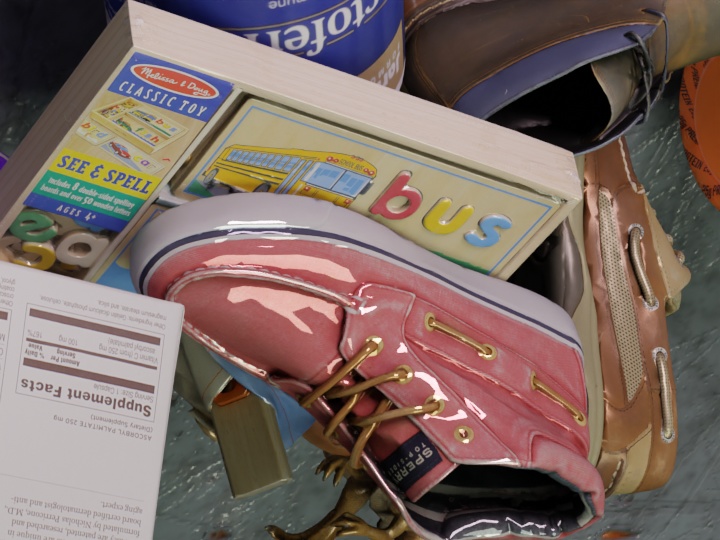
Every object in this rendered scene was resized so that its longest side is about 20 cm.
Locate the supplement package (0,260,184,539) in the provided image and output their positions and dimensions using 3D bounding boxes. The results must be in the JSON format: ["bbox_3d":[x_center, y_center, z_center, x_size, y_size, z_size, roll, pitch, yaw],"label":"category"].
[{"bbox_3d":[-0.193,0.051,1.035,0.200,0.156,0.111,15,76,-35],"label":"supplement package"}]

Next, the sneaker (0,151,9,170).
[{"bbox_3d":[-0.193,-0.058,1.071,0.200,0.070,0.100,10,120,-43],"label":"sneaker"}]

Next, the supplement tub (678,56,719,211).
[{"bbox_3d":[0.255,-0.081,1.346,0.200,0.123,0.123,-9,133,-31],"label":"supplement tub"}]

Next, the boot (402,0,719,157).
[{"bbox_3d":[0.115,-0.085,1.166,0.199,0.097,0.075,-12,129,-1],"label":"boot"}]

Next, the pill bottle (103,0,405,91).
[{"bbox_3d":[-0.041,-0.109,1.101,0.116,0.116,0.200,-23,140,-17],"label":"pill bottle"}]

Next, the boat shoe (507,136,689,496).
[{"bbox_3d":[0.101,0.005,1.253,0.074,0.201,0.076,10,158,-23],"label":"boat shoe"}]

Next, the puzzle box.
[{"bbox_3d":[-0.032,-0.023,1.091,0.200,0.025,0.133,17,133,-29],"label":"puzzle box"}]

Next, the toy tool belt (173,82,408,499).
[{"bbox_3d":[0.000,0.000,1.232,0.200,0.123,0.125,-40,141,3],"label":"toy tool belt"}]

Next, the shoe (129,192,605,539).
[{"bbox_3d":[0.007,0.040,1.082,0.200,0.091,0.071,19,132,-31],"label":"shoe"}]

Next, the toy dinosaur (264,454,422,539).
[{"bbox_3d":[0.022,0.104,1.258,0.106,0.060,0.200,-41,165,0],"label":"toy dinosaur"}]

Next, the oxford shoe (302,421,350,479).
[{"bbox_3d":[0.042,0.007,1.319,0.200,0.071,0.071,-46,118,4],"label":"oxford shoe"}]
